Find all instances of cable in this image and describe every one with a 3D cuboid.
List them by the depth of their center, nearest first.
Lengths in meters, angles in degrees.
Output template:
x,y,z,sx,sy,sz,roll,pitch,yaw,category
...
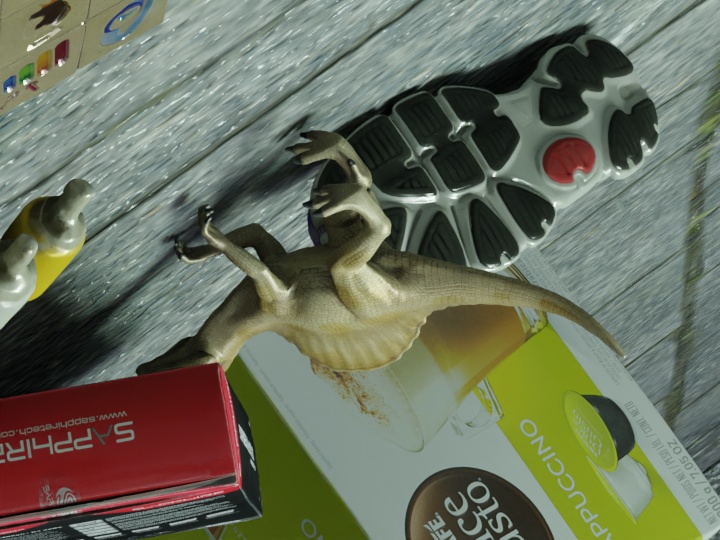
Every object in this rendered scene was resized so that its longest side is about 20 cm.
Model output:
x,y,z,sx,sy,sz,roll,pitch,yaw,category
-0.149,0.028,0.955,0.097,0.050,0.200,-28,165,-26,cable

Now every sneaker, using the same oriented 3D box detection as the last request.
x,y,z,sx,sy,sz,roll,pitch,yaw,category
0.048,-0.033,1.207,0.200,0.081,0.083,-22,169,-44,sneaker

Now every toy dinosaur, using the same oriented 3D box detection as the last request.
x,y,z,sx,sy,sz,roll,pitch,yaw,category
0.000,0.000,1.110,0.199,0.101,0.058,-9,-144,19,toy dinosaur

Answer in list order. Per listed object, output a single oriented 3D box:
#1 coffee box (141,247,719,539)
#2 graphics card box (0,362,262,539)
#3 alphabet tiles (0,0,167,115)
x,y,z,sx,sy,sz,roll,pitch,yaw,category
0.015,0.125,1.378,0.197,0.200,0.200,-25,162,-41,coffee box
-0.104,0.078,1.099,0.125,0.051,0.200,-10,171,0,graphics card box
-0.129,-0.064,0.791,0.200,0.008,0.167,-32,166,-21,alphabet tiles
